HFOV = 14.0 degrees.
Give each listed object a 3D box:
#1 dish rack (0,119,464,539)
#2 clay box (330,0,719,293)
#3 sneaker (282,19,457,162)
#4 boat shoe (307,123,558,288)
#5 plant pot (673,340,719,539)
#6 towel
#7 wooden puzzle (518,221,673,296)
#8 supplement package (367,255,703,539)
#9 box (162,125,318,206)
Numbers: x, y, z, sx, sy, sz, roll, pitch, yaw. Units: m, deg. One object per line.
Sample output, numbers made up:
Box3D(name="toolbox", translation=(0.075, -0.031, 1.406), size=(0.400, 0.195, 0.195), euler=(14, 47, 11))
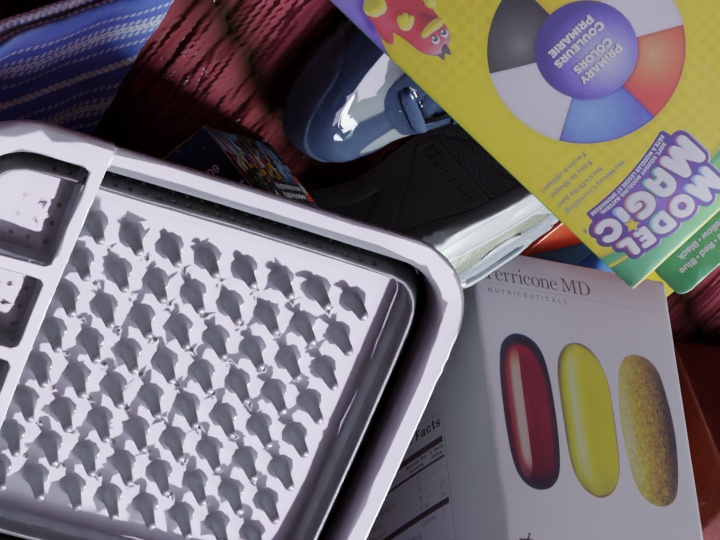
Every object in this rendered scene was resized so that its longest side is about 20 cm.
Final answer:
Box3D(name="dish rack", translation=(-0.079, 0.037, 1.058), size=(0.200, 0.044, 0.172), euler=(17, 109, -19))
Box3D(name="clay box", translation=(0.093, -0.084, 1.110), size=(0.115, 0.200, 0.048), euler=(-44, -167, 17))
Box3D(name="sneaker", translation=(0.064, -0.092, 1.160), size=(0.200, 0.082, 0.070), euler=(-35, 153, 3))
Box3D(name="boat shoe", translation=(0.000, -0.002, 1.239), size=(0.202, 0.074, 0.065), euler=(-31, 148, -12))
Box3D(name="plant pot", translation=(0.192, 0.154, 1.526), size=(0.176, 0.200, 0.200), euler=(32, 114, -29))
Box3D(name="towel", translation=(-0.147, -0.019, 1.077), size=(0.145, 0.024, 0.200), euler=(-28, 157, -52))
Box3D(name="wooden puzzle", translation=(0.129, -0.026, 1.366), size=(0.200, 0.037, 0.185), euler=(-35, 151, 2))
Box3D(name="supplement package", translation=(0.074, 0.107, 1.300), size=(0.114, 0.200, 0.110), euler=(9, 151, -31))
Box3D(name="box", translation=(-0.113, 0.022, 1.142), size=(0.200, 0.038, 0.137), euler=(-38, 175, 7))
